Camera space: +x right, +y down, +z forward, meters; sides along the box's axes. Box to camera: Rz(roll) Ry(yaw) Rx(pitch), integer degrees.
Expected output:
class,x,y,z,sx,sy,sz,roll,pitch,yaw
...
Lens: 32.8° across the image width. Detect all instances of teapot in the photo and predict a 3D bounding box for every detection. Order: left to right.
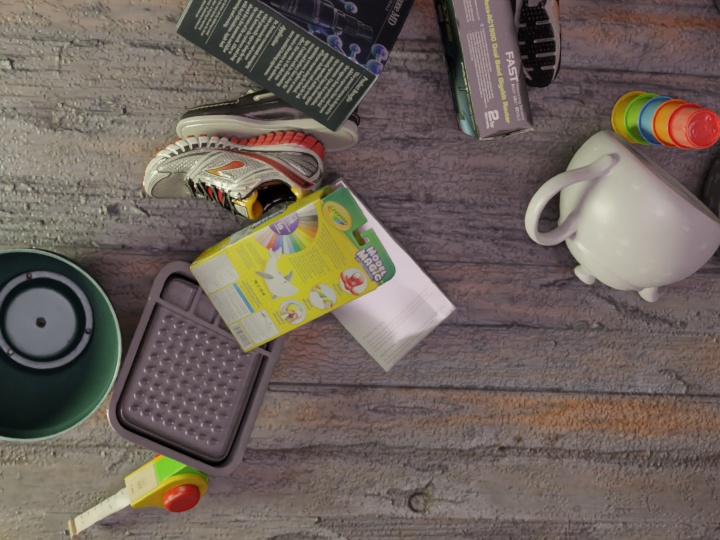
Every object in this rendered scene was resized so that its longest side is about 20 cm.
class,x,y,z,sx,sy,sz,roll,pitch,yaw
teapot,0.285,-0.048,1.338,0.200,0.197,0.146,40,106,1

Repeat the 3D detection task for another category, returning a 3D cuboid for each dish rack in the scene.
class,x,y,z,sx,sy,sz,roll,pitch,yaw
dish rack,-0.183,0.108,1.334,0.171,0.043,0.201,29,69,-29

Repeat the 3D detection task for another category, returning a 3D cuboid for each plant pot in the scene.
class,x,y,z,sx,sy,sz,roll,pitch,yaw
plant pot,-0.349,0.067,1.307,0.199,0.134,0.202,-1,99,-5

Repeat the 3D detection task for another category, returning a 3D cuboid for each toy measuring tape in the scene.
class,x,y,z,sx,sy,sz,roll,pitch,yaw
toy measuring tape,-0.238,0.257,1.394,0.199,0.074,0.074,-33,102,14

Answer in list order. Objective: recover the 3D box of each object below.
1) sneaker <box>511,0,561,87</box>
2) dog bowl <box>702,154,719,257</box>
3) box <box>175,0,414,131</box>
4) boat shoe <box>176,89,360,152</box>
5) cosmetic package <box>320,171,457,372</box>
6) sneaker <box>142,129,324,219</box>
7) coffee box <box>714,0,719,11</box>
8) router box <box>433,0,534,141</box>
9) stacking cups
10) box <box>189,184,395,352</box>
class,x,y,z,sx,sy,sz,roll,pitch,yaw
sneaker,0.193,-0.300,1.338,0.080,0.073,0.201,-37,125,-43
dog bowl,0.481,-0.076,1.400,0.198,0.059,0.202,-3,100,-17
box,-0.063,-0.269,1.262,0.199,0.107,0.149,31,53,-11
boat shoe,-0.099,-0.167,1.331,0.198,0.074,0.061,-2,64,7
cosmetic package,0.000,0.000,1.363,0.113,0.081,0.200,-40,100,2
sneaker,-0.138,-0.097,1.307,0.198,0.078,0.083,-5,66,10
coffee box,0.502,-0.331,1.301,0.199,0.198,0.201,-30,101,-2
router box,0.124,-0.244,1.298,0.062,0.150,0.202,-13,101,-2
stacking cups,0.324,-0.156,1.310,0.060,0.200,0.061,-1,102,-5
box,-0.068,-0.006,1.288,0.199,0.048,0.118,-25,107,24
